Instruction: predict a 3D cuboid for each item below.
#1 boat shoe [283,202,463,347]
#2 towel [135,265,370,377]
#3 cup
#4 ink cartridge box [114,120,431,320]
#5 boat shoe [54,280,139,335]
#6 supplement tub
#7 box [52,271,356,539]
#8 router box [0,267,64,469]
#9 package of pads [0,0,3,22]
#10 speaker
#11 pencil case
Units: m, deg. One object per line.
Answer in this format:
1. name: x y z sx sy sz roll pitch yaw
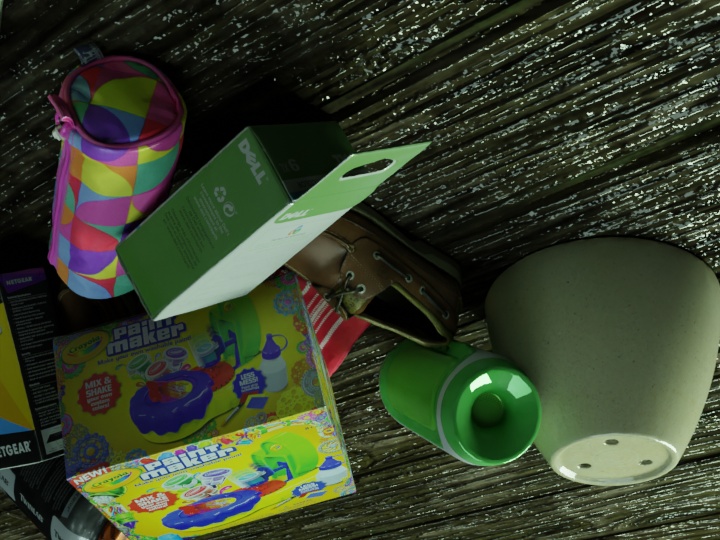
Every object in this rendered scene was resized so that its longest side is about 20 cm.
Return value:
1. boat shoe: 0.000 0.000 0.811 0.198 0.069 0.072 21 143 -24
2. towel: -0.093 0.037 0.919 0.197 0.023 0.145 15 144 -17
3. cup: 0.202 0.090 0.861 0.197 0.145 0.201 2 148 1
4. ink cartridge box: -0.060 -0.048 0.696 0.199 0.060 0.103 -37 169 32
5. boat shoe: -0.238 0.070 0.911 0.071 0.068 0.201 27 145 7
6. supplement tub: -0.264 0.207 1.019 0.199 0.123 0.123 32 163 33
7. box: -0.121 0.122 0.866 0.197 0.123 0.193 -15 149 -1
8. router box: -0.322 0.094 0.889 0.198 0.152 0.051 -17 177 39
9. package of pads: -0.287 -0.156 0.602 0.152 0.069 0.200 13 145 -17
10. speaker: 0.076 0.102 0.869 0.087 0.090 0.200 13 179 -15
11. pencil case: -0.174 -0.060 0.724 0.087 0.090 0.201 10 146 -10
